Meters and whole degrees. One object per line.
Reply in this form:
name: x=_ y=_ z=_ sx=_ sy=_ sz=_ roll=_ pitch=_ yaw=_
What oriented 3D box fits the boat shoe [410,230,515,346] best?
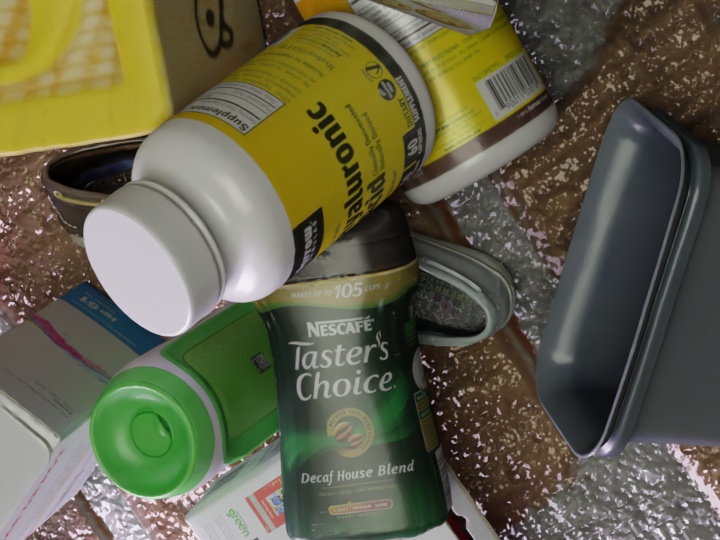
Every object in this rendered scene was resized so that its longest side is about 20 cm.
boat shoe: x=0.000 y=0.001 z=1.221 sx=0.199 sy=0.072 sz=0.071 roll=14 pitch=107 yaw=11

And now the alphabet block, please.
alphabet block: x=-0.187 y=-0.181 z=1.154 sx=0.194 sy=0.200 sz=0.197 roll=-9 pitch=102 yaw=16

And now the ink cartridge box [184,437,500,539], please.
ink cartridge box: x=0.016 y=0.189 z=1.260 sx=0.175 sy=0.084 sz=0.201 roll=-33 pitch=94 yaw=18

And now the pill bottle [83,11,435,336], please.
pill bottle: x=-0.057 y=-0.052 z=1.060 sx=0.111 sy=0.200 sz=0.112 roll=30 pitch=141 yaw=27

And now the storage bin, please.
storage bin: x=0.203 y=0.012 z=1.149 sx=0.133 sy=0.146 sz=0.202 roll=10 pitch=108 yaw=-17

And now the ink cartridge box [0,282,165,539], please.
ink cartridge box: x=-0.222 y=0.107 z=1.238 sx=0.084 sy=0.200 sz=0.145 roll=36 pitch=110 yaw=2

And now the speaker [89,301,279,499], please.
speaker: x=-0.091 y=0.075 z=1.192 sx=0.088 sy=0.200 sz=0.089 roll=6 pitch=106 yaw=20

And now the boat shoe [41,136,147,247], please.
boat shoe: x=-0.110 y=-0.058 z=1.229 sx=0.198 sy=0.072 sz=0.060 roll=-5 pitch=145 yaw=19

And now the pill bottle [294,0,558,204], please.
pill bottle: x=0.029 y=-0.150 z=1.154 sx=0.109 sy=0.109 sz=0.201 roll=-28 pitch=96 yaw=19

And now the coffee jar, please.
coffee jar: x=-0.008 y=0.061 z=1.151 sx=0.103 sy=0.085 sz=0.202 roll=-8 pitch=97 yaw=11

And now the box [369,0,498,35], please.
box: x=-0.016 y=-0.182 z=1.066 sx=0.198 sy=0.041 sz=0.039 roll=18 pitch=84 yaw=-15
